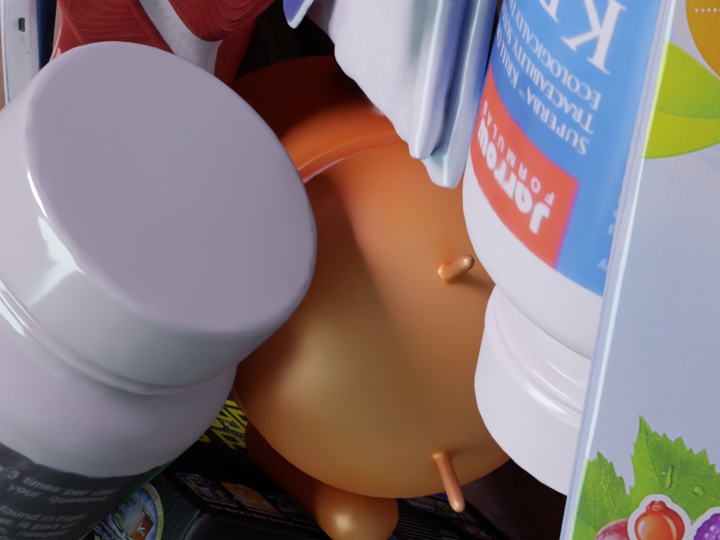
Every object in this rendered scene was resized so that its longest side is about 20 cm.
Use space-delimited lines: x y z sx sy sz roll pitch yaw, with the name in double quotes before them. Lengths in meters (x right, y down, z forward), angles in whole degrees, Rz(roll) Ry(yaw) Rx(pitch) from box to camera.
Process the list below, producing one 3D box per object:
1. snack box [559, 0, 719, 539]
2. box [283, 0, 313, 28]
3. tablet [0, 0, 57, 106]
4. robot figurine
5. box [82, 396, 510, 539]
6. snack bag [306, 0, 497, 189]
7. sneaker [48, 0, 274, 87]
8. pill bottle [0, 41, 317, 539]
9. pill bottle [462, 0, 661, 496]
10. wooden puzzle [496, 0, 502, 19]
"snack box" 0.144 0.016 0.462 0.068 0.200 0.169 -66 -14 -70
"box" 0.012 -0.165 0.577 0.121 0.032 0.200 134 140 -65
"tablet" -0.100 -0.148 0.798 0.130 0.014 0.200 101 171 -59
"robot figurine" 0.000 0.002 0.805 0.117 0.144 0.200 41 -177 -26
"box" -0.041 0.077 0.897 0.160 0.200 0.044 40 104 42
"snack bag" 0.014 -0.139 0.665 0.200 0.021 0.189 -120 37 -68
"sneaker" -0.054 -0.112 0.761 0.116 0.078 0.200 -84 18 -51
"pill bottle" -0.107 0.027 0.736 0.200 0.113 0.113 -41 74 40
"pill bottle" 0.084 -0.042 0.569 0.112 0.112 0.200 44 136 37
"wooden puzzle" 0.108 -0.063 0.651 0.185 0.037 0.200 8 114 46
